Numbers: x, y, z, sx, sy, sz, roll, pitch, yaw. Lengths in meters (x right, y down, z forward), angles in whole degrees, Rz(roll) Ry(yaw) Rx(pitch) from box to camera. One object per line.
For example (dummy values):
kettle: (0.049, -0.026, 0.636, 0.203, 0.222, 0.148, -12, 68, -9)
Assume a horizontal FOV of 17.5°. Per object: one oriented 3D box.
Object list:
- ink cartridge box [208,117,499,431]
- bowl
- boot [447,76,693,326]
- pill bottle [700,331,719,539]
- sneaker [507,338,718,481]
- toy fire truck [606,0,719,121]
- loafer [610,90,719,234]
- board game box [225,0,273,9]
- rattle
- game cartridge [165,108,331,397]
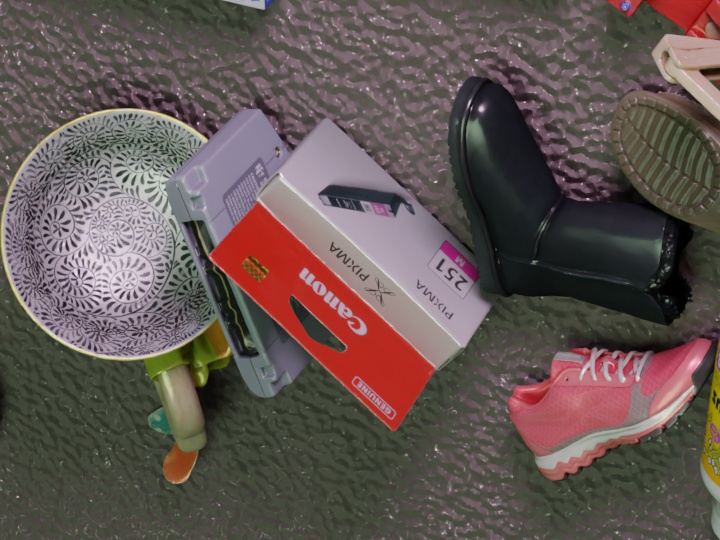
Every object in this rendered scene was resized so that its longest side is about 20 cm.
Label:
ink cartridge box: (0.000, 0.000, 1.796, 0.200, 0.174, 0.044, 43, 130, -5)
bowl: (-0.192, -0.027, 1.907, 0.201, 0.201, 0.094, 41, 174, -3)
boot: (0.162, -0.052, 1.740, 0.167, 0.077, 0.201, 8, 131, 27)
pill bottle: (0.312, 0.117, 1.759, 0.104, 0.104, 0.201, 15, 126, 18)
sneaker: (0.191, 0.094, 1.826, 0.200, 0.074, 0.087, -34, 101, 39)
toy fire truck: (0.241, -0.149, 1.595, 0.200, 0.141, 0.049, 36, 130, 1)
loafer: (0.268, -0.064, 1.687, 0.200, 0.067, 0.076, 39, 118, 21)
board game box: (-0.153, -0.286, 1.769, 0.199, 0.045, 0.135, 15, 126, 18)
rattle: (-0.123, 0.089, 2.013, 0.130, 0.143, 0.201, 40, 156, 40)
game cartridge: (-0.079, -0.018, 1.851, 0.040, 0.133, 0.201, -3, 119, 36)
